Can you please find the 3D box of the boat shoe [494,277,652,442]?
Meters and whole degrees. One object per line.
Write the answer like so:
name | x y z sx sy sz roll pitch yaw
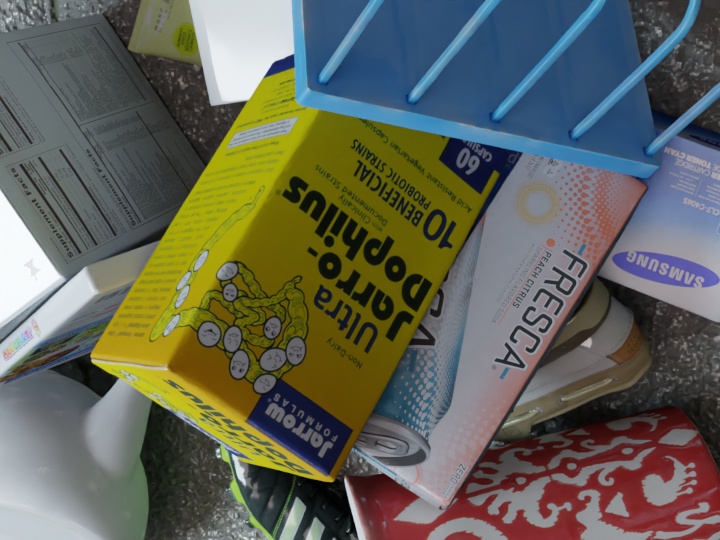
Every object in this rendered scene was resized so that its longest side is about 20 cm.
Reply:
boat shoe | 0.086 0.075 0.798 0.068 0.075 0.200 43 133 -18

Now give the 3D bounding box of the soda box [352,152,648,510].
soda box | 0.071 0.025 0.695 0.068 0.064 0.200 32 80 9

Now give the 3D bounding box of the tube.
tube | -0.050 -0.141 0.801 0.199 0.058 0.052 23 150 16

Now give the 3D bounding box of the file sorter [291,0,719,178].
file sorter | 0.081 -0.149 0.626 0.199 0.139 0.123 9 150 -24

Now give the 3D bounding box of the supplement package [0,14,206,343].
supplement package | -0.219 -0.047 0.811 0.152 0.200 0.151 -33 93 26

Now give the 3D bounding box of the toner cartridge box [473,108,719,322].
toner cartridge box | 0.132 -0.053 0.759 0.199 0.043 0.095 22 114 14

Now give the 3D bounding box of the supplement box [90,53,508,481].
supplement box | -0.031 -0.008 0.682 0.109 0.200 0.109 37 162 -24

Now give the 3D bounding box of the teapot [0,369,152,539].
teapot | -0.238 0.136 0.913 0.199 0.146 0.198 8 142 -5

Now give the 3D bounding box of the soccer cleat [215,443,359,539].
soccer cleat | -0.030 0.170 0.889 0.081 0.068 0.201 -26 97 8

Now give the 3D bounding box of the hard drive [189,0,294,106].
hard drive | -0.044 -0.201 0.736 0.131 0.027 0.201 -5 104 23

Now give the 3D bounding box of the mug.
mug | 0.104 0.165 0.776 0.199 0.178 0.134 -16 66 -4

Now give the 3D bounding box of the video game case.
video game case | -0.145 0.019 0.799 0.200 0.143 0.018 -33 82 50
